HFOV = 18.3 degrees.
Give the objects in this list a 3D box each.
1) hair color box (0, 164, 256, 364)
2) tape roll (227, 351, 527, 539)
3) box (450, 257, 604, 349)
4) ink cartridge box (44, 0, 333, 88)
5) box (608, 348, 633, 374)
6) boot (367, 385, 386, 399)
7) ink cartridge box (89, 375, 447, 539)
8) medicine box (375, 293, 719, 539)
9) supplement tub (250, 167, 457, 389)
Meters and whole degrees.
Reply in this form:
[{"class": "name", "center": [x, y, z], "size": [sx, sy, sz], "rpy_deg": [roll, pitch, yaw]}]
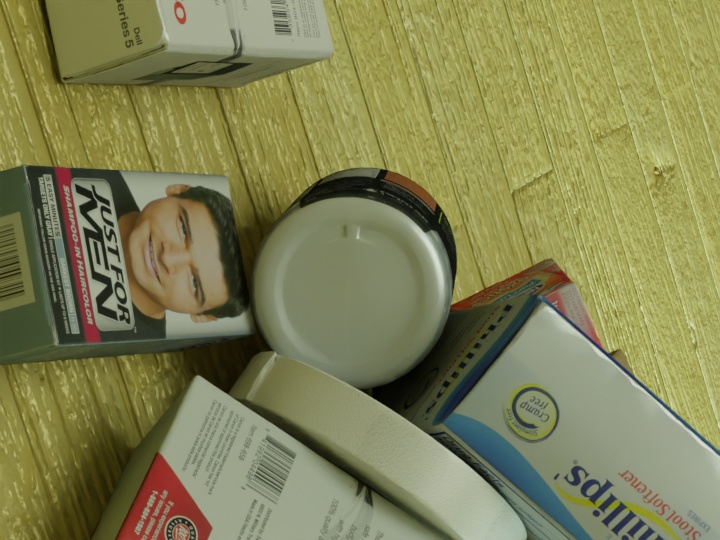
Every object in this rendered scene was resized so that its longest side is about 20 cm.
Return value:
[{"class": "hair color box", "center": [-0.143, -0.003, 1.267], "size": [0.200, 0.060, 0.100], "rpy_deg": [-1, 79, -62]}, {"class": "tape roll", "center": [0.007, 0.122, 1.347], "size": [0.037, 0.202, 0.203], "rpy_deg": [-56, 133, -14]}, {"class": "box", "center": [0.137, 0.106, 1.535], "size": [0.103, 0.094, 0.201], "rpy_deg": [-116, -179, -78]}, {"class": "ink cartridge box", "center": [-0.112, -0.193, 1.379], "size": [0.200, 0.084, 0.147], "rpy_deg": [-6, 83, -61]}, {"class": "box", "center": [0.206, 0.170, 1.787], "size": [0.164, 0.021, 0.200], "rpy_deg": [64, 29, -6]}, {"class": "boot", "center": [0.057, 0.158, 1.546], "size": [0.144, 0.072, 0.201], "rpy_deg": [51, 34, -40]}, {"class": "ink cartridge box", "center": [-0.049, 0.177, 1.242], "size": [0.199, 0.084, 0.145], "rpy_deg": [34, 40, -9]}, {"class": "medicine box", "center": [0.115, 0.115, 1.373], "size": [0.182, 0.200, 0.103], "rpy_deg": [41, 76, -9]}, {"class": "supplement tub", "center": [0.000, 0.000, 1.411], "size": [0.200, 0.122, 0.123], "rpy_deg": [-58, 131, -82]}]
